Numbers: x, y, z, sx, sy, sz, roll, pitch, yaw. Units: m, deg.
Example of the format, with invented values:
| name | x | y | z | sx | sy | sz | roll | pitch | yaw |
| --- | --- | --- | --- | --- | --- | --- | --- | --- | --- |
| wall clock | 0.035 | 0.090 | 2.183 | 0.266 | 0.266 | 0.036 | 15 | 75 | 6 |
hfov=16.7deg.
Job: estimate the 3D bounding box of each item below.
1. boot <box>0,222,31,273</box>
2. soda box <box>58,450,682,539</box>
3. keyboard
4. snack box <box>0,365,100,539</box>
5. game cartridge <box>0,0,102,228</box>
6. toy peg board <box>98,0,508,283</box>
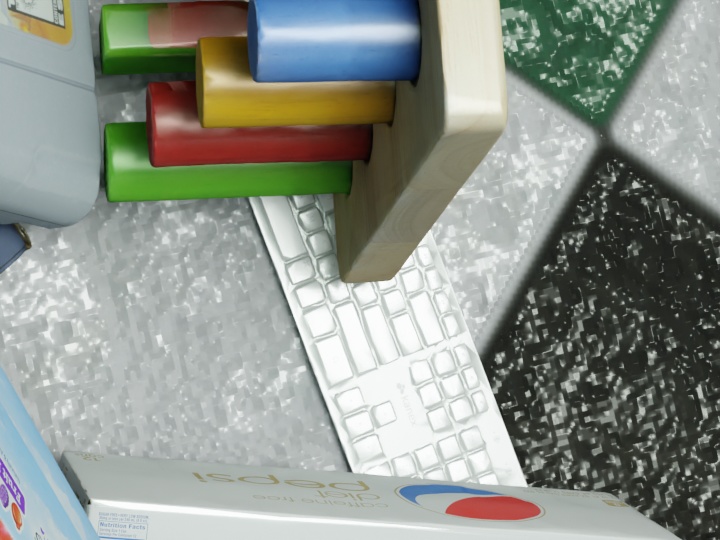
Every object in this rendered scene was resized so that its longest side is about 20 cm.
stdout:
| name | x | y | z | sx | sy | sz | roll | pitch | yaw |
| --- | --- | --- | --- | --- | --- | --- | --- | --- | --- |
| boot | -0.170 | 0.001 | 0.727 | 0.097 | 0.074 | 0.200 | 53 | 41 | -14 |
| soda box | 0.000 | 0.103 | 0.795 | 0.198 | 0.068 | 0.064 | 6 | 97 | -16 |
| keyboard | 0.000 | 0.000 | 0.840 | 0.056 | 0.011 | 0.201 | -21 | 91 | -17 |
| snack box | -0.174 | 0.101 | 0.673 | 0.199 | 0.068 | 0.169 | -18 | 130 | 8 |
| game cartridge | -0.136 | -0.119 | 0.747 | 0.041 | 0.133 | 0.202 | -12 | 78 | 24 |
| toy peg board | -0.029 | -0.112 | 0.737 | 0.097 | 0.199 | 0.202 | -3 | 79 | -9 |
